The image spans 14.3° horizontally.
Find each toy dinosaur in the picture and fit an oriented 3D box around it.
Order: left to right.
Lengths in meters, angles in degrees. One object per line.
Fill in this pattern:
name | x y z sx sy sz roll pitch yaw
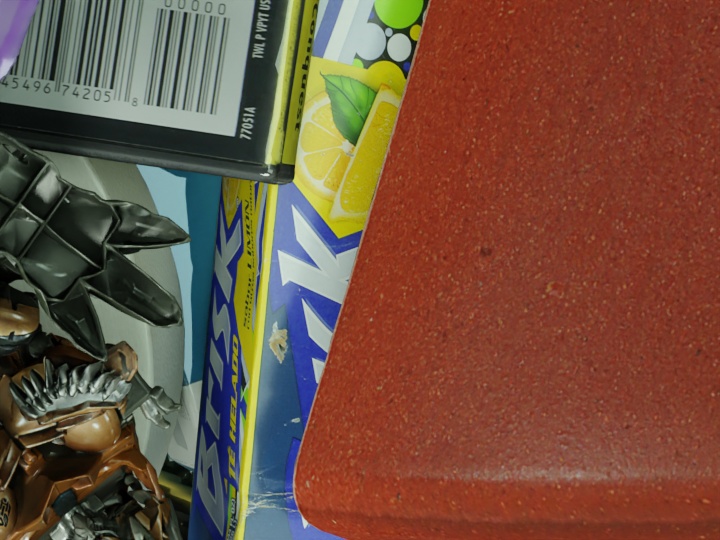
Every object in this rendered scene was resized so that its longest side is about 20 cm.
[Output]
toy dinosaur | -0.109 0.016 0.669 0.200 0.136 0.102 30 83 -10

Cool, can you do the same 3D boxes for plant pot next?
plant pot | 0.135 0.000 0.687 0.200 0.176 0.200 24 78 -42

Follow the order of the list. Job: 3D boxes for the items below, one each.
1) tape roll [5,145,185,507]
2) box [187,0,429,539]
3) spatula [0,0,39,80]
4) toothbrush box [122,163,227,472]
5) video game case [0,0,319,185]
tape roll | -0.147 0.018 0.764 0.202 0.037 0.204 2 101 11
box | 0.000 0.000 0.740 0.070 0.064 0.201 5 90 -14
spatula | -0.081 -0.135 0.678 0.056 0.021 0.201 18 93 15
toothbrush box | 0.020 -0.042 0.820 0.199 0.085 0.147 -21 97 -11
video game case | -0.100 -0.124 0.706 0.199 0.025 0.181 9 92 12
